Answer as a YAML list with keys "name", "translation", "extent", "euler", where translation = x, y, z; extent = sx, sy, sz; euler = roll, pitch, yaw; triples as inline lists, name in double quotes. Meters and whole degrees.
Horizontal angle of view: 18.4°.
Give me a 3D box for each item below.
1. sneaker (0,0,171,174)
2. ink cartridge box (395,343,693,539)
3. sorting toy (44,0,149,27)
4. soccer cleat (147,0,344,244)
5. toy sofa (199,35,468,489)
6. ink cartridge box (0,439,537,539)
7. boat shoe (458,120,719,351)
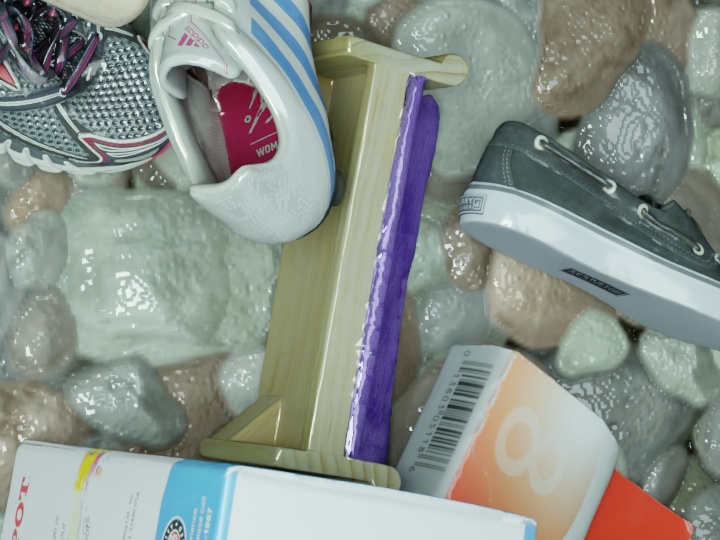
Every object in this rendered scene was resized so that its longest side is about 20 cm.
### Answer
- name: "sneaker"
  translation: [-0.155, -0.105, 0.924]
  extent: [0.200, 0.075, 0.081]
  euler: [33, 73, -26]
- name: "ink cartridge box"
  translation: [0.086, 0.152, 1.058]
  extent: [0.200, 0.050, 0.163]
  euler: [37, 71, -33]
- name: "sorting toy"
  translation: [-0.160, -0.210, 0.897]
  extent: [0.184, 0.036, 0.201]
  euler: [23, 45, -28]
- name: "soccer cleat"
  translation: [-0.059, -0.109, 0.943]
  extent: [0.086, 0.070, 0.201]
  euler: [21, 49, -59]
- name: "toy sofa"
  translation: [0.000, 0.000, 1.008]
  extent: [0.097, 0.083, 0.201]
  euler: [13, 82, -29]
- name: "ink cartridge box"
  translation: [-0.051, 0.155, 0.906]
  extent: [0.145, 0.200, 0.148]
  euler: [13, 83, -31]
- name: "boat shoe"
  translation: [0.140, -0.012, 1.100]
  extent: [0.199, 0.069, 0.057]
  euler: [25, 76, -25]
